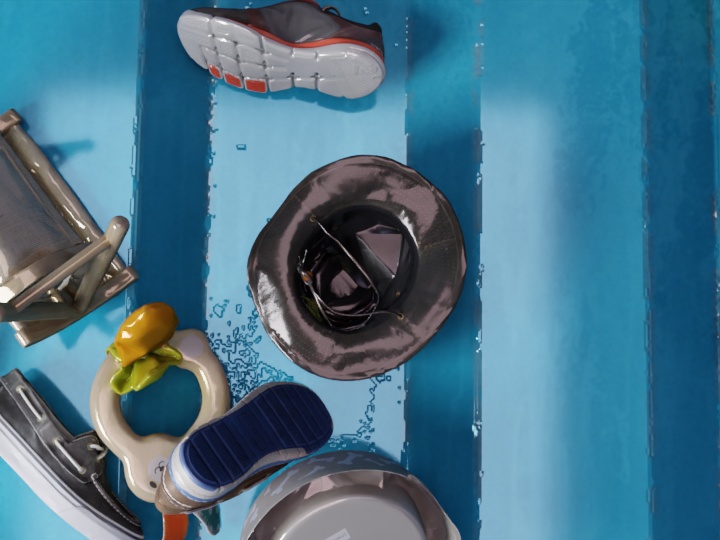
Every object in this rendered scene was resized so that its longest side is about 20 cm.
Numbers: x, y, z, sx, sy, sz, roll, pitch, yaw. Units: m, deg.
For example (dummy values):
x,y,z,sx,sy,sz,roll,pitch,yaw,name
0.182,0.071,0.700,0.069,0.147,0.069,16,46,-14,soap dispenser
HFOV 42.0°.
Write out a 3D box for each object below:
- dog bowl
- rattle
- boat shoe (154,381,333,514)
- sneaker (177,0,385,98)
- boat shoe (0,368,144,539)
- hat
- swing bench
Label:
x,y,z,sx,sy,sz,roll,pitch,yaw,name
-0.015,0.246,0.808,0.198,0.059,0.202,-5,109,-15,dog bowl
-0.157,0.141,0.801,0.129,0.143,0.202,5,72,-35,rattle
-0.101,0.151,0.802,0.072,0.199,0.073,-43,73,30,boat shoe
-0.071,-0.220,0.889,0.198,0.077,0.082,12,57,-4,sneaker
-0.257,0.167,0.826,0.200,0.072,0.071,44,75,-3,boat shoe
0.000,0.000,0.858,0.199,0.081,0.203,0,86,4,hat
-0.294,-0.054,0.776,0.129,0.200,0.199,-37,87,-17,swing bench
